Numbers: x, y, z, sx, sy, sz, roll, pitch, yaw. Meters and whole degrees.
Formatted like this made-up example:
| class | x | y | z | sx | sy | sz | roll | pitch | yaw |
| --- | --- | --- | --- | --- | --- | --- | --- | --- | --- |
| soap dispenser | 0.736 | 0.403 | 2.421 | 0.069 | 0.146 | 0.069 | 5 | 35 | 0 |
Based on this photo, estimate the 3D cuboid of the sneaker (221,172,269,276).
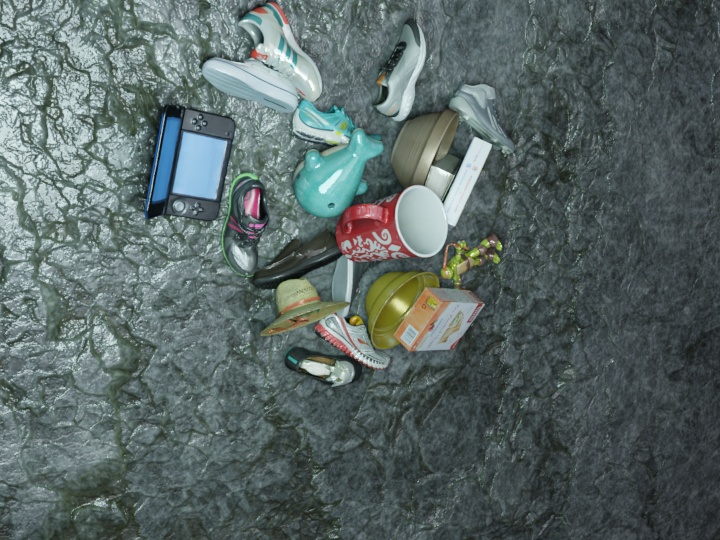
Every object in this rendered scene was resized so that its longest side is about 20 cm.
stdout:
| class | x | y | z | sx | sy | sz | roll | pitch | yaw |
| --- | --- | --- | --- | --- | --- | --- | --- | --- | --- |
| sneaker | -0.217 | -0.083 | 1.611 | 0.076 | 0.084 | 0.201 | -5 | 106 | -28 |

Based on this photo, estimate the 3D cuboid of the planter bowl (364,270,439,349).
| class | x | y | z | sx | sy | sz | roll | pitch | yaw |
| --- | --- | --- | --- | --- | --- | --- | --- | --- | --- |
| planter bowl | 0.070 | 0.064 | 1.804 | 0.200 | 0.083 | 0.201 | -34 | 146 | -27 |

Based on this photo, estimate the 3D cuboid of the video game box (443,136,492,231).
| class | x | y | z | sx | sy | sz | roll | pitch | yaw |
| --- | --- | --- | --- | --- | --- | --- | --- | --- | --- |
| video game box | 0.214 | -0.177 | 1.778 | 0.047 | 0.200 | 0.183 | 22 | 92 | 3 |

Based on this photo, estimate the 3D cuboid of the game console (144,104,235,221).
| class | x | y | z | sx | sy | sz | roll | pitch | yaw |
| --- | --- | --- | --- | --- | --- | --- | --- | --- | --- |
| game console | -0.302 | -0.186 | 1.512 | 0.170 | 0.118 | 0.201 | 7 | 101 | -31 |

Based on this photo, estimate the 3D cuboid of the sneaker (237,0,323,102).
| class | x | y | z | sx | sy | sz | roll | pitch | yaw |
| --- | --- | --- | --- | --- | --- | --- | --- | --- | --- |
| sneaker | -0.151 | -0.386 | 1.538 | 0.093 | 0.070 | 0.200 | -34 | 98 | -33 |

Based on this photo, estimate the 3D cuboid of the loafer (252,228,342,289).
| class | x | y | z | sx | sy | sz | roll | pitch | yaw |
| --- | --- | --- | --- | --- | --- | --- | --- | --- | --- |
| loafer | -0.131 | -0.024 | 1.697 | 0.199 | 0.073 | 0.072 | -24 | 77 | -18 |

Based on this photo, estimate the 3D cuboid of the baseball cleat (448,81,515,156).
| class | x | y | z | sx | sy | sz | roll | pitch | yaw |
| --- | --- | --- | --- | --- | --- | --- | --- | --- | --- |
| baseball cleat | 0.283 | -0.337 | 1.839 | 0.200 | 0.070 | 0.107 | 31 | 88 | -34 |

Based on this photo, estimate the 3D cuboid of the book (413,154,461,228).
| class | x | y | z | sx | sy | sz | roll | pitch | yaw |
| --- | --- | --- | --- | --- | --- | --- | --- | --- | --- |
| book | 0.157 | -0.161 | 1.743 | 0.048 | 0.200 | 0.134 | 24 | 109 | 5 |

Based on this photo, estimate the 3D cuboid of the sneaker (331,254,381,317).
| class | x | y | z | sx | sy | sz | roll | pitch | yaw |
| --- | --- | --- | --- | --- | --- | --- | --- | --- | --- |
| sneaker | 0.000 | 0.000 | 1.757 | 0.099 | 0.071 | 0.201 | 6 | 89 | -32 |

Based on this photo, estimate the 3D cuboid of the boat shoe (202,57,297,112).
| class | x | y | z | sx | sy | sz | roll | pitch | yaw |
| --- | --- | --- | --- | --- | --- | --- | --- | --- | --- |
| boat shoe | -0.202 | -0.356 | 1.560 | 0.200 | 0.073 | 0.067 | 20 | 70 | -41 |

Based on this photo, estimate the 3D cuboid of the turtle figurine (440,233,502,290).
| class | x | y | z | sx | sy | sz | roll | pitch | yaw |
| --- | --- | --- | --- | --- | --- | --- | --- | --- | --- |
| turtle figurine | 0.239 | -0.013 | 1.911 | 0.161 | 0.064 | 0.201 | -26 | 134 | -19 |

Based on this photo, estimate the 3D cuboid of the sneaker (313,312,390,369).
| class | x | y | z | sx | sy | sz | roll | pitch | yaw |
| --- | --- | --- | --- | --- | --- | --- | --- | --- | --- |
| sneaker | -0.004 | 0.147 | 1.807 | 0.200 | 0.078 | 0.082 | 37 | 83 | -33 |

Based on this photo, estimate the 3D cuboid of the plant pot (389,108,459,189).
| class | x | y | z | sx | sy | sz | roll | pitch | yaw |
| --- | --- | --- | --- | --- | --- | --- | --- | --- | --- |
| plant pot | 0.122 | -0.247 | 1.733 | 0.092 | 0.201 | 0.201 | 25 | 91 | 9 |

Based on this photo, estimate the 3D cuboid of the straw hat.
| class | x | y | z | sx | sy | sz | roll | pitch | yaw |
| --- | --- | --- | --- | --- | --- | --- | --- | --- | --- |
| straw hat | -0.126 | 0.060 | 1.678 | 0.200 | 0.201 | 0.085 | -15 | 80 | -26 |

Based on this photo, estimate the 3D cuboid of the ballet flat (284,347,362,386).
| class | x | y | z | sx | sy | sz | roll | pitch | yaw |
| --- | --- | --- | --- | --- | --- | --- | --- | --- | --- |
| ballet flat | -0.069 | 0.213 | 1.793 | 0.199 | 0.068 | 0.068 | 15 | 98 | -33 |

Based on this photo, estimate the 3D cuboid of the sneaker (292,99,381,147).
| class | x | y | z | sx | sy | sz | roll | pitch | yaw |
| --- | --- | --- | --- | --- | --- | --- | --- | --- | --- |
| sneaker | -0.039 | -0.283 | 1.667 | 0.199 | 0.077 | 0.080 | 11 | 88 | -33 |

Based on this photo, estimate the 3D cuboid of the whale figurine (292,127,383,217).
| class | x | y | z | sx | sy | sz | roll | pitch | yaw |
| --- | --- | --- | --- | --- | --- | --- | --- | --- | --- |
| whale figurine | -0.041 | -0.181 | 1.634 | 0.200 | 0.104 | 0.159 | -39 | 132 | 25 |

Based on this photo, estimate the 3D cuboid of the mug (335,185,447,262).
| class | x | y | z | sx | sy | sz | roll | pitch | yaw |
| --- | --- | --- | --- | --- | --- | --- | --- | --- | --- |
| mug | 0.040 | -0.094 | 1.627 | 0.177 | 0.200 | 0.134 | 43 | 60 | -26 |

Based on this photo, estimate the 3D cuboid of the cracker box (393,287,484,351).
| class | x | y | z | sx | sy | sz | roll | pitch | yaw |
| --- | --- | --- | --- | --- | --- | --- | --- | --- | --- |
| cracker box | 0.175 | 0.107 | 1.848 | 0.200 | 0.058 | 0.134 | 4 | 123 | -56 |

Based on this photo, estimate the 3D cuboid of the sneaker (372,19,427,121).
| class | x | y | z | sx | sy | sz | roll | pitch | yaw |
| --- | --- | --- | --- | --- | --- | --- | --- | --- | --- |
| sneaker | 0.078 | -0.405 | 1.699 | 0.079 | 0.074 | 0.201 | 9 | 100 | -27 |
